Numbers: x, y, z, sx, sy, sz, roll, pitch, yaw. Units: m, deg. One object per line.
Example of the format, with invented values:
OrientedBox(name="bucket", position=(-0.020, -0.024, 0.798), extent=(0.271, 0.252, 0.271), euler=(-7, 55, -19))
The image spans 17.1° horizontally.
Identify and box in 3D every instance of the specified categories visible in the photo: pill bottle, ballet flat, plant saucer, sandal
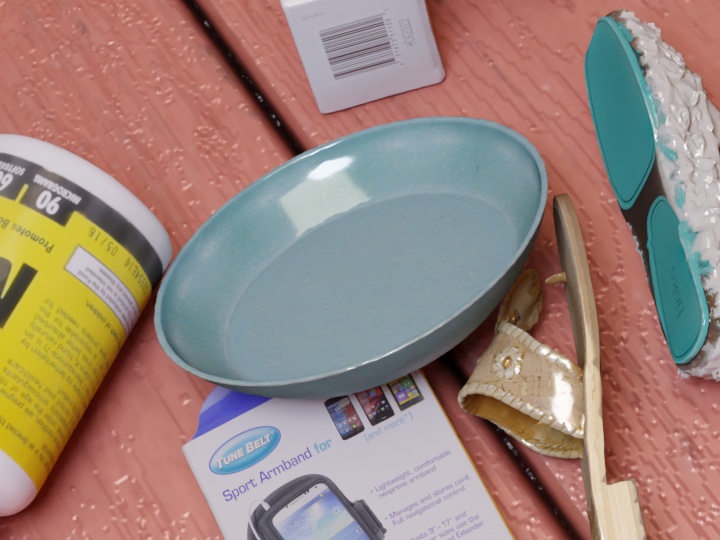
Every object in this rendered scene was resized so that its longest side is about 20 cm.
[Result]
OrientedBox(name="pill bottle", position=(-0.183, 0.045, 1.142), extent=(0.114, 0.114, 0.200), euler=(19, 67, 22))
OrientedBox(name="ballet flat", position=(0.159, -0.034, 1.147), extent=(0.071, 0.072, 0.201), euler=(-14, 61, 5))
OrientedBox(name="plant saucer", position=(0.000, 0.000, 1.136), extent=(0.199, 0.036, 0.200), euler=(-19, 32, 12))
OrientedBox(name="sandal", position=(0.080, 0.063, 1.094), extent=(0.069, 0.078, 0.212), euler=(-10, 65, 0))

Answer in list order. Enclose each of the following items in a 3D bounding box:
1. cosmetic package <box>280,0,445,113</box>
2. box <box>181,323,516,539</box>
OrientedBox(name="cosmetic package", position=(-0.016, -0.195, 1.245), extent=(0.071, 0.102, 0.201), euler=(-15, 60, 3))
OrientedBox(name="box", position=(0.002, 0.121, 1.103), extent=(0.119, 0.042, 0.200), euler=(-27, 57, -3))
